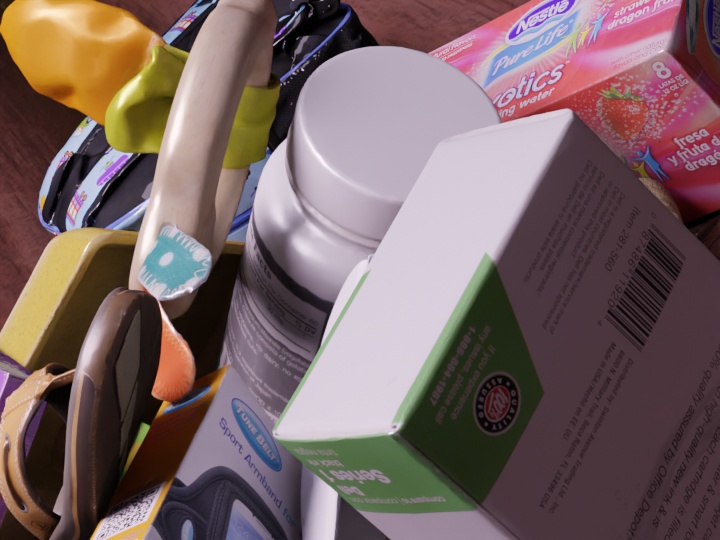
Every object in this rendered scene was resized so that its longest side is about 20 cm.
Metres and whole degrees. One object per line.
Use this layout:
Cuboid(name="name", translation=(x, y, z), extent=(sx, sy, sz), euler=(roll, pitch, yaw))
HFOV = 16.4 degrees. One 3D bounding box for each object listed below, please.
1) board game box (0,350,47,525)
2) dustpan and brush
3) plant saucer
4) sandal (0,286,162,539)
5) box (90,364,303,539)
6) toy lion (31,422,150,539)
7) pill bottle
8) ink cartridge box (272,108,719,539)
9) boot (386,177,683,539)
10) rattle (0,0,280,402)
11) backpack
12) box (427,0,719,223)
Cuboid(name="board game box", translation=(-0.207, 0.129, 1.147), extent=(0.120, 0.032, 0.201), euler=(27, 96, 63))
Cuboid(name="dustpan and brush", translation=(0.006, 0.068, 1.028), extent=(0.200, 0.057, 0.141), euler=(166, 111, -81))
Cuboid(name="plant saucer", translation=(-0.124, 0.057, 1.240), extent=(0.048, 0.199, 0.201), euler=(41, 110, 29))
Cuboid(name="sandal", translation=(-0.121, 0.071, 1.018), extent=(0.200, 0.054, 0.082), euler=(114, 174, -63))
Cuboid(name="box", translation=(-0.051, 0.127, 0.993), extent=(0.041, 0.119, 0.200), euler=(-26, 20, 27))
Cuboid(name="toy lion", translation=(-0.132, 0.171, 1.116), extent=(0.200, 0.069, 0.192), euler=(-50, 28, 0))
Cuboid(name="pill bottle", translation=(0.000, 0.000, 1.158), extent=(0.201, 0.112, 0.114), euler=(107, 180, -48))
Cuboid(name="ink cartridge box", translation=(0.087, 0.063, 0.930), extent=(0.084, 0.200, 0.147), euler=(-9, 44, 54))
Cuboid(name="boot", translation=(0.080, 0.050, 1.107), extent=(0.200, 0.073, 0.156), euler=(-43, 26, 8))
Cuboid(name="rattle", translation=(-0.113, -0.044, 1.088), extent=(0.130, 0.142, 0.201), euler=(-53, 13, 51))
Cuboid(name="backpack", translation=(-0.079, -0.062, 1.423), extent=(0.200, 0.135, 0.182), euler=(-44, 26, -10))
Cuboid(name="box", translation=(0.111, -0.075, 1.211), extent=(0.199, 0.095, 0.103), euler=(-23, 34, 42))
